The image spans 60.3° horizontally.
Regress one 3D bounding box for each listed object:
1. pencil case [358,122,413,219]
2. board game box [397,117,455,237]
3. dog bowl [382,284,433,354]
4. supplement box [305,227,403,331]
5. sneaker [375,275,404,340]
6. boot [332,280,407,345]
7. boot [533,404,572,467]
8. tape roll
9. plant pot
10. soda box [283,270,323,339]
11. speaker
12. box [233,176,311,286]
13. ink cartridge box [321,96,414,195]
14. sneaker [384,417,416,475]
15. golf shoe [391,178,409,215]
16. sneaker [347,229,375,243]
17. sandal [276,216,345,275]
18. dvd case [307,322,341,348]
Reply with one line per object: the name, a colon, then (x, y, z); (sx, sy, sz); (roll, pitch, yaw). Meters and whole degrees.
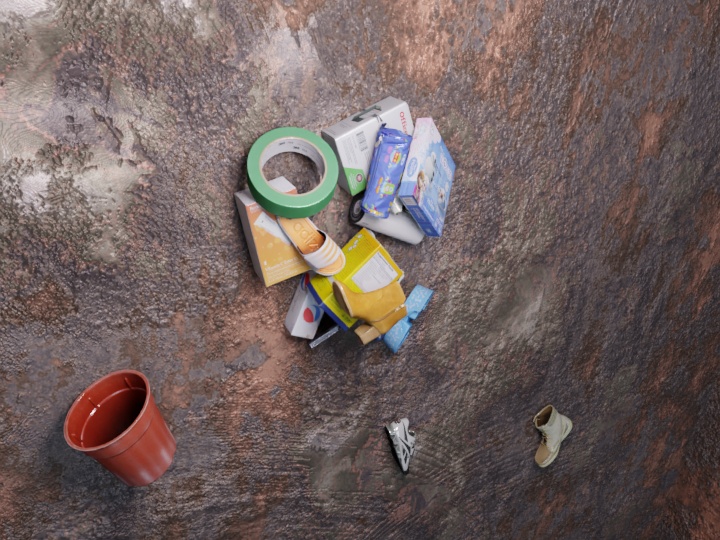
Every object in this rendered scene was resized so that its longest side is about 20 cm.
pencil case: (0.053, -0.220, 1.394); (0.085, 0.078, 0.205); (2, 114, -37)
board game box: (0.163, -0.216, 1.470); (0.200, 0.042, 0.205); (44, 55, -55)
dog bowl: (0.127, 0.128, 1.682); (0.049, 0.111, 0.203); (33, 96, 10)
supplement box: (-0.014, 0.020, 1.465); (0.200, 0.110, 0.109); (-44, 124, 1)
sneaker: (0.074, 0.093, 1.652); (0.086, 0.075, 0.206); (-4, 114, -27)
boot: (0.027, 0.062, 1.406); (0.143, 0.071, 0.204); (-36, 128, -12)
boot: (0.656, 0.586, 2.196); (0.154, 0.072, 0.203); (36, 87, -36)
tape roll: (-0.145, -0.211, 1.327); (0.196, 0.204, 0.048); (-20, 160, -19)
plant pot: (-0.520, 0.367, 1.388); (0.197, 0.201, 0.199); (-30, 131, -13)
soda box: (-0.120, 0.064, 1.538); (0.067, 0.064, 0.205); (15, 104, -32)
speaker: (0.072, -0.129, 1.547); (0.196, 0.081, 0.083); (16, 104, -33)
box: (-0.195, -0.089, 1.407); (0.122, 0.097, 0.205); (-21, 120, -19)
ink cartridge box: (0.027, -0.293, 1.446); (0.197, 0.084, 0.149); (-29, 124, -15)
sneaker: (0.138, 0.537, 1.886); (0.087, 0.074, 0.205); (-23, 121, -15)
golf shoe: (0.126, -0.177, 1.523); (0.197, 0.099, 0.078); (-12, 162, -42)
sneaker: (0.000, 0.000, 1.579); (0.114, 0.074, 0.203); (24, 101, -43)
sandal: (-0.108, -0.058, 1.361); (0.079, 0.059, 0.207); (-45, 117, -2)
dvd case: (-0.048, 0.133, 1.563); (0.197, 0.149, 0.016); (-34, 90, -8)
